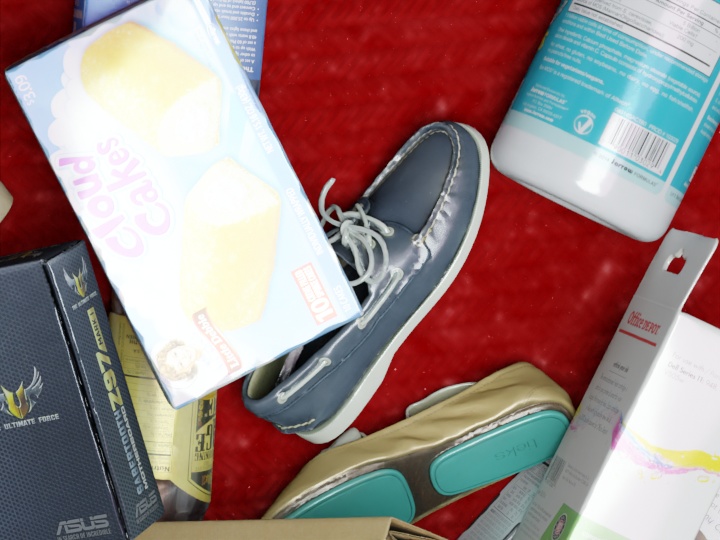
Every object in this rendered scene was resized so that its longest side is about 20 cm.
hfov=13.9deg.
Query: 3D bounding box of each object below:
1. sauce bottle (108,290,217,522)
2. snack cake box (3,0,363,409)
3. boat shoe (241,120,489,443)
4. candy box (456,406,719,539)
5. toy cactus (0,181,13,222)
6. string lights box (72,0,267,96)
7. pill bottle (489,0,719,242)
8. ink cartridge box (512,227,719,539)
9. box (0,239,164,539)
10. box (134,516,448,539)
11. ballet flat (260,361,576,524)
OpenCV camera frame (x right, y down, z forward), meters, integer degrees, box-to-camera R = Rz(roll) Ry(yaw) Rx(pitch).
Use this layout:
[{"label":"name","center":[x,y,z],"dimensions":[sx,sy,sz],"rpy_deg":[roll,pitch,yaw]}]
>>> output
[{"label":"sauce bottle","center":[-0.113,0.106,1.639],"dimensions":[0.066,0.066,0.201],"rpy_deg":[2,99,-12]},{"label":"snack cake box","center":[-0.095,-0.042,1.558],"dimensions":[0.115,0.067,0.200],"rpy_deg":[-27,98,-4]},{"label":"boat shoe","center":[0.000,0.000,1.642],"dimensions":[0.062,0.075,0.200],"rpy_deg":[28,99,-43]},{"label":"candy box","center":[0.158,0.174,1.699],"dimensions":[0.168,0.072,0.200],"rpy_deg":[44,87,-12]},{"label":"toy cactus","center":[-0.251,-0.082,1.579],"dimensions":[0.165,0.102,0.200],"rpy_deg":[42,78,-23]},{"label":"string lights box","center":[-0.103,-0.162,1.610],"dimensions":[0.102,0.059,0.201],"rpy_deg":[5,96,-12]},{"label":"pill bottle","center":[0.161,-0.125,1.644],"dimensions":[0.111,0.111,0.200],"rpy_deg":[26,90,-14]},{"label":"ink cartridge box","center":[0.162,0.082,1.593],"dimensions":[0.067,0.117,0.200],"rpy_deg":[26,91,-8]},{"label":"box","center":[-0.219,0.080,1.570],"dimensions":[0.200,0.051,0.158],"rpy_deg":[-11,100,22]},{"label":"box","center":[-0.001,0.165,1.575],"dimensions":[0.163,0.200,0.021],"rpy_deg":[27,68,-40]},{"label":"ballet flat","center":[0.025,0.109,1.672],"dimensions":[0.200,0.063,0.069],"rpy_deg":[-21,133,-9]}]
